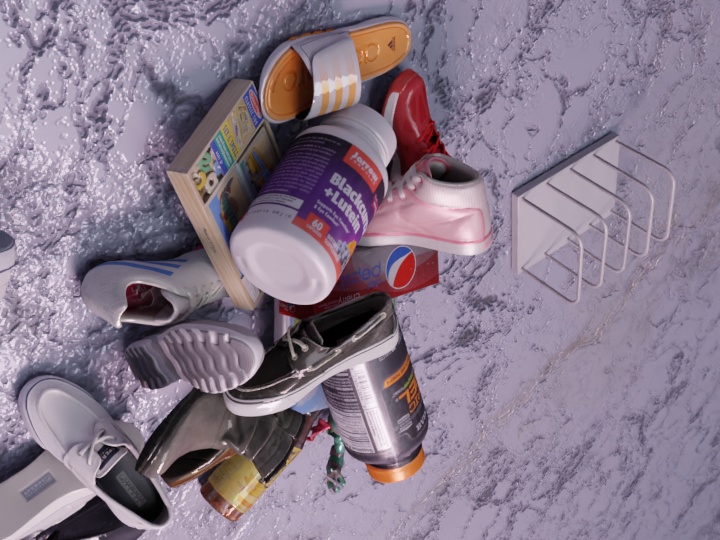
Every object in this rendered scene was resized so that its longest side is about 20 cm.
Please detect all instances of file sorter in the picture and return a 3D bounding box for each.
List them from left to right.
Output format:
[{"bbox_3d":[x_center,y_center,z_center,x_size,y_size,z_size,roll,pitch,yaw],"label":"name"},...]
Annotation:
[{"bbox_3d":[0.321,-0.069,1.481,0.200,0.124,0.139,-31,137,-25],"label":"file sorter"}]

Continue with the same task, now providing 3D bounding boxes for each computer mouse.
[{"bbox_3d":[-0.294,0.296,1.174,0.200,0.053,0.139,-30,165,-33],"label":"computer mouse"}]

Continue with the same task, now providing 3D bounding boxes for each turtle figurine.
[{"bbox_3d":[0.005,0.204,1.383,0.150,0.101,0.200,-39,165,11],"label":"turtle figurine"}]

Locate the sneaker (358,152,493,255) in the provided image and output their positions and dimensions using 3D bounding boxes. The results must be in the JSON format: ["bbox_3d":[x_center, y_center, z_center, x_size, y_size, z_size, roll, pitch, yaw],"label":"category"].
[{"bbox_3d":[0.045,-0.081,1.162,0.075,0.199,0.105,-60,151,-48],"label":"sneaker"}]

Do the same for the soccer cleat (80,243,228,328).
[{"bbox_3d":[-0.181,0.022,1.081,0.199,0.086,0.070,-10,125,-40],"label":"soccer cleat"}]

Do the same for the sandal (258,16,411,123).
[{"bbox_3d":[-0.012,-0.207,1.088,0.206,0.059,0.079,-30,130,-31],"label":"sandal"}]

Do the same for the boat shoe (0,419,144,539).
[{"bbox_3d":[-0.316,0.229,1.127,0.200,0.072,0.069,-39,169,-33],"label":"boat shoe"}]

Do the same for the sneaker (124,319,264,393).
[{"bbox_3d":[-0.158,0.071,1.084,0.082,0.199,0.075,-36,111,-39],"label":"sneaker"}]

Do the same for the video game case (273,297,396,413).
[{"bbox_3d":[-0.026,0.059,1.258,0.182,0.022,0.201,-8,104,-43],"label":"video game case"}]

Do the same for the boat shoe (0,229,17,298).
[{"bbox_3d":[-0.377,0.017,0.891,0.199,0.073,0.067,-11,123,-40],"label":"boat shoe"}]

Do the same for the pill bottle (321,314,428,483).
[{"bbox_3d":[0.016,0.145,1.227,0.106,0.106,0.201,-31,121,-24],"label":"pill bottle"}]

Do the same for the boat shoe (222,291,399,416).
[{"bbox_3d":[-0.054,0.079,1.106,0.199,0.071,0.064,-27,138,-14],"label":"boat shoe"}]

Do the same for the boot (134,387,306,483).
[{"bbox_3d":[-0.134,0.174,1.117,0.068,0.131,0.200,-46,-177,37],"label":"boot"}]

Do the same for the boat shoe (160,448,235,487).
[{"bbox_3d":[-0.146,0.181,1.248,0.200,0.076,0.074,-39,143,-16],"label":"boat shoe"}]

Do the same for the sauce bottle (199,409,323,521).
[{"bbox_3d":[-0.108,0.213,1.316,0.200,0.066,0.066,-48,141,-4],"label":"sauce bottle"}]

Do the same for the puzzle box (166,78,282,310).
[{"bbox_3d":[-0.117,-0.073,1.079,0.133,0.025,0.200,-62,149,-32],"label":"puzzle box"}]

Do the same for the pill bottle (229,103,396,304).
[{"bbox_3d":[-0.039,-0.074,1.081,0.200,0.111,0.112,-61,150,-34],"label":"pill bottle"}]

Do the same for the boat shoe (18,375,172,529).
[{"bbox_3d":[-0.257,0.182,1.080,0.200,0.065,0.074,48,65,-19],"label":"boat shoe"}]

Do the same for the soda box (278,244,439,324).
[{"bbox_3d":[0.000,0.000,1.213,0.199,0.063,0.070,-16,110,-41],"label":"soda box"}]

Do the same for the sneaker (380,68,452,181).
[{"bbox_3d":[0.090,-0.127,1.202,0.078,0.115,0.200,-50,150,-31],"label":"sneaker"}]
